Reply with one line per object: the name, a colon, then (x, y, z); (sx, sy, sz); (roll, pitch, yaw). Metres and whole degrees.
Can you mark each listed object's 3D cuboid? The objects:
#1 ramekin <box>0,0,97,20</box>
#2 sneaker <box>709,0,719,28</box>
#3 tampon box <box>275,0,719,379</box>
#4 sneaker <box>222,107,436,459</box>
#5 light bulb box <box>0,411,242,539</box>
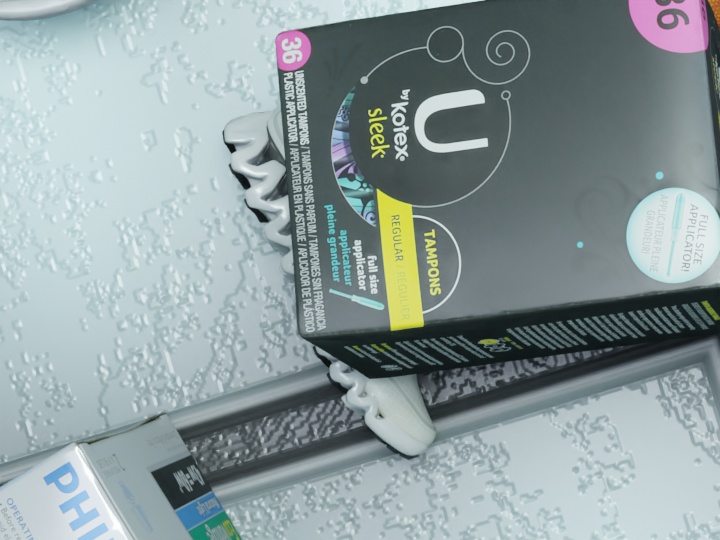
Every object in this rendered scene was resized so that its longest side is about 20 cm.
ramekin: (-0.170, -0.228, 1.337); (0.202, 0.094, 0.203); (0, 89, 9)
sneaker: (0.231, -0.135, 1.278); (0.199, 0.077, 0.073); (19, 95, 11)
tampon box: (0.076, -0.041, 1.196); (0.199, 0.126, 0.150); (-8, 78, 13)
sneaker: (0.000, 0.000, 1.322); (0.081, 0.075, 0.201); (-24, 86, 0)
light bulb box: (-0.169, 0.178, 1.282); (0.200, 0.198, 0.125); (-32, 87, 7)
